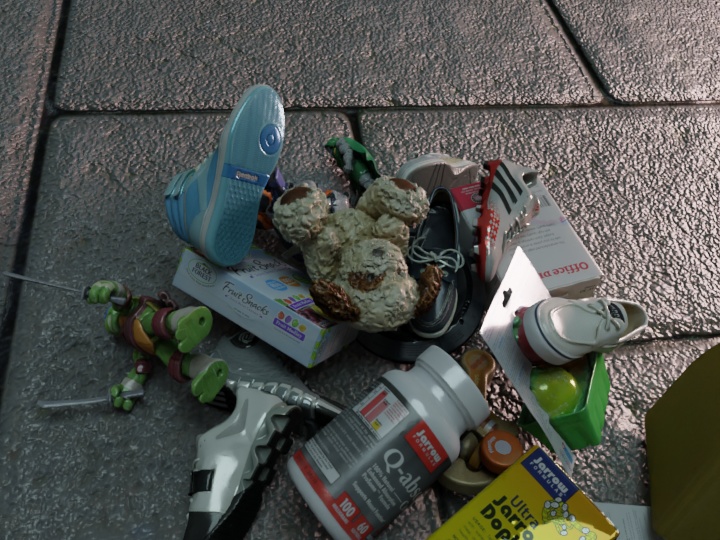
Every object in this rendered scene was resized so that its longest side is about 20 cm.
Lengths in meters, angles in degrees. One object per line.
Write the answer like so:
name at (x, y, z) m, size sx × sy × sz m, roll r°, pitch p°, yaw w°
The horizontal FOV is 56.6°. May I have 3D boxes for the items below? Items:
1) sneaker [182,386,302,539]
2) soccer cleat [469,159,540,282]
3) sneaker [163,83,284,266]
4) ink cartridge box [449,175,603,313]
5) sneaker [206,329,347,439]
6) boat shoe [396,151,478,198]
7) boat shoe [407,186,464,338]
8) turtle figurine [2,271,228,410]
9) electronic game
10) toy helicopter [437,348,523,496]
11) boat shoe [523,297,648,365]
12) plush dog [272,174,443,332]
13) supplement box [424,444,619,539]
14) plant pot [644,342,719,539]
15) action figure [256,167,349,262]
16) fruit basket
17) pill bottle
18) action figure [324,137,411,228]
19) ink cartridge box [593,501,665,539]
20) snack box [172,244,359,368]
sneaker at (-0.143, 0.215, 0.685) m, size 0.087 × 0.075 × 0.203 m, roll 21°, pitch 68°, yaw 22°
soccer cleat at (0.189, -0.068, 0.865) m, size 0.083 × 0.070 × 0.203 m, roll 8°, pitch 50°, yaw 11°
sneaker at (-0.165, -0.117, 0.763) m, size 0.129 × 0.079 × 0.205 m, roll 18°, pitch 89°, yaw 41°
ink cartridge box at (0.218, -0.031, 0.935) m, size 0.144 × 0.086 × 0.203 m, roll -12°, pitch 57°, yaw -15°
sneaker at (-0.086, 0.117, 0.780) m, size 0.195 × 0.076 × 0.117 m, roll 16°, pitch 49°, yaw 5°
boat shoe at (0.105, -0.139, 0.985) m, size 0.064 × 0.076 × 0.200 m, roll 28°, pitch 28°, yaw 28°
boat shoe at (0.096, -0.015, 0.846) m, size 0.073 × 0.062 × 0.204 m, roll 9°, pitch 58°, yaw 10°
turtle figurine at (-0.252, 0.088, 0.718) m, size 0.190 × 0.198 × 0.148 m, roll 7°, pitch 89°, yaw 34°
electronic game at (0.067, 0.029, 0.883) m, size 0.194 × 0.042 × 0.204 m, roll -2°, pitch 57°, yaw 3°
toy helicopter at (0.122, 0.170, 0.786) m, size 0.129 × 0.080 × 0.202 m, roll 8°, pitch 40°, yaw 9°
boat shoe at (0.252, 0.056, 0.725) m, size 0.197 × 0.069 × 0.072 m, roll 6°, pitch 59°, yaw -42°
plush dog at (0.000, 0.000, 0.779) m, size 0.195 × 0.163 × 0.173 m, roll -7°, pitch 45°, yaw -23°
supplement box at (0.130, 0.285, 0.633) m, size 0.198 × 0.110 × 0.110 m, roll -33°, pitch 55°, yaw -19°
plant pot at (0.438, 0.180, 0.701) m, size 0.191 × 0.204 × 0.195 m, roll 20°, pitch 33°, yaw 8°
action figure at (-0.103, -0.098, 0.864) m, size 0.188 × 0.201 × 0.107 m, roll 10°, pitch 63°, yaw 10°
fruit basket at (0.208, 0.100, 0.776) m, size 0.201 × 0.093 × 0.186 m, roll 50°, pitch 40°, yaw -10°
pill bottle at (0.031, 0.178, 0.688) m, size 0.199 × 0.116 × 0.116 m, roll -40°, pitch 64°, yaw -10°
action figure at (0.001, -0.137, 0.986) m, size 0.054 × 0.120 × 0.201 m, roll -26°, pitch 51°, yaw -13°
ink cartridge box at (0.307, 0.307, 0.716) m, size 0.194 × 0.040 × 0.101 m, roll 8°, pitch 51°, yaw -5°
snack box at (-0.105, 0.032, 0.805) m, size 0.197 × 0.054 × 0.142 m, roll 28°, pitch 14°, yaw 16°
